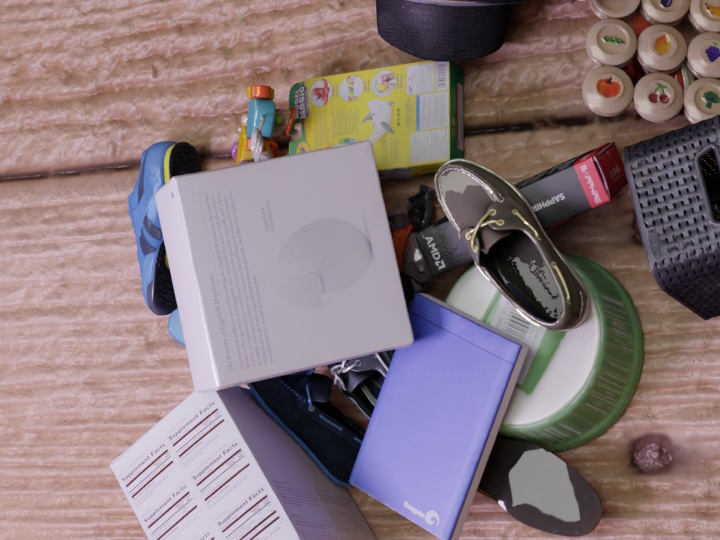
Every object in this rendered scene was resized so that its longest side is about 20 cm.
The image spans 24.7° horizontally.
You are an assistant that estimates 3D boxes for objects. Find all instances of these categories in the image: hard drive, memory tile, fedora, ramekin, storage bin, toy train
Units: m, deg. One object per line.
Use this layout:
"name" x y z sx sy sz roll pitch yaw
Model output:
"hard drive" 0.073 0.140 1.587 0.131 0.025 0.202 26 101 35
"memory tile" 0.316 -0.211 1.595 0.197 0.017 0.155 8 72 2
"fedora" 0.084 -0.272 1.721 0.199 0.200 0.093 17 117 29
"ramekin" 0.170 0.073 1.616 0.198 0.097 0.203 -6 77 26
"storage bin" 0.321 -0.044 1.506 0.093 0.200 0.137 -18 71 22
"toy train" -0.106 -0.107 1.788 0.055 0.201 0.152 4 53 -12

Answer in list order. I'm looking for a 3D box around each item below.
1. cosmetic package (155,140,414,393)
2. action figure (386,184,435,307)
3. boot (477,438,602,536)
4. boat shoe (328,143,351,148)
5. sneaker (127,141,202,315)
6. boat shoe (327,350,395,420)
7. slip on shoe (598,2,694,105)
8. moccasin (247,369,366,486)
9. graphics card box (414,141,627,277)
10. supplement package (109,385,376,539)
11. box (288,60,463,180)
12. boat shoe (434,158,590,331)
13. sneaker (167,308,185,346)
"cosmetic package" -0.077 -0.002 1.583 0.198 0.123 0.202 -11 87 -18
"action figure" 0.000 0.000 1.720 0.192 0.104 0.203 1 79 36
"boot" 0.150 0.203 1.616 0.198 0.075 0.074 22 85 23
"boat shoe" -0.075 -0.066 1.709 0.199 0.060 0.074 -33 81 7
"sneaker" -0.229 -0.047 1.871 0.078 0.066 0.203 -6 76 38
"boat shoe" 0.005 0.100 1.682 0.200 0.062 0.073 47 124 8
"slip on shoe" 0.266 -0.246 1.646 0.061 0.074 0.202 -13 69 -24
"moccasin" -0.053 0.130 1.699 0.068 0.081 0.200 -38 110 13
"graphics card box" 0.162 -0.061 1.632 0.198 0.125 0.051 -23 94 20
"supplement package" -0.113 0.244 1.670 0.147 0.191 0.201 -39 64 13
"box" 0.013 -0.155 1.776 0.198 0.048 0.119 -4 77 24
"boat shoe" 0.136 -0.026 1.542 0.072 0.060 0.202 -44 76 18
"sneaker" -0.139 0.056 1.776 0.198 0.090 0.079 2 80 39
